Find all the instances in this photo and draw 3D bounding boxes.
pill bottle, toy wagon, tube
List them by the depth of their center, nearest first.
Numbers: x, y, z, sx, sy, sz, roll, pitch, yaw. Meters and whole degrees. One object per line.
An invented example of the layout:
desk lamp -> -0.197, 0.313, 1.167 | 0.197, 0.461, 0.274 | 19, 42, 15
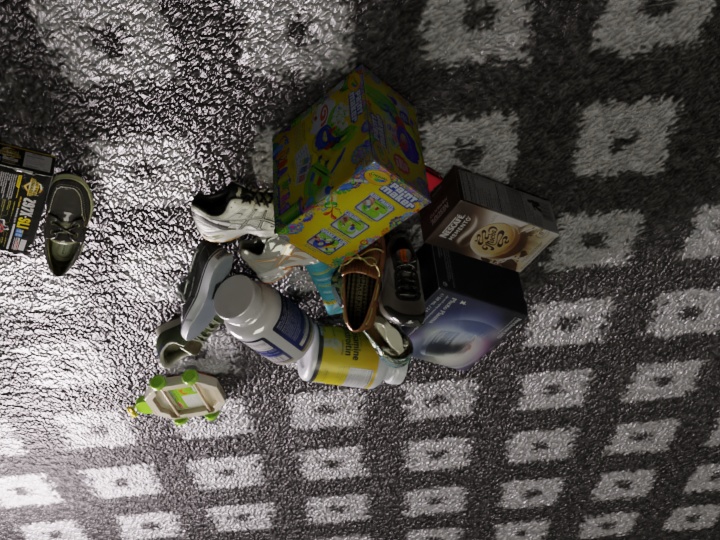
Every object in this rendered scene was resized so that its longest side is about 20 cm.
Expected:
pill bottle -> -0.172, 0.084, 1.619 | 0.111, 0.111, 0.200 | -20, 148, 17
tube -> -0.051, 0.020, 1.636 | 0.077, 0.051, 0.200 | -10, 145, 14
pill bottle -> -0.014, 0.168, 1.761 | 0.199, 0.112, 0.112 | 9, 138, -18
toy wagon -> -0.384, 0.264, 1.886 | 0.199, 0.040, 0.155 | -9, 140, 5

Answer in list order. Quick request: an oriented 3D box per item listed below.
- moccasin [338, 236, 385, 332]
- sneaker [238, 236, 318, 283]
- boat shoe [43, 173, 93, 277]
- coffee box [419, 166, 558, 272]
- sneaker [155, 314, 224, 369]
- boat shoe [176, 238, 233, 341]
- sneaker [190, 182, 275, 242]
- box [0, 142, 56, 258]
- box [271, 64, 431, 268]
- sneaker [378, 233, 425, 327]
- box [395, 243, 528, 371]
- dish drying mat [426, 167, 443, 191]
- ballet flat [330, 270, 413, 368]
moccasin -> -0.002, 0.000, 1.491 | 0.073, 0.202, 0.078 | 10, -176, 7
sneaker -> -0.117, -0.051, 1.519 | 0.200, 0.076, 0.092 | -29, 131, 23
boat shoe -> -0.468, -0.066, 1.457 | 0.072, 0.066, 0.201 | 8, 138, -16
coffee box -> 0.211, -0.081, 1.515 | 0.199, 0.080, 0.113 | 16, 136, -24
sneaker -> -0.298, 0.116, 1.679 | 0.200, 0.090, 0.067 | -28, 135, 24
boat shoe -> -0.283, 0.033, 1.583 | 0.068, 0.074, 0.200 | 37, 129, 18
sneaker -> -0.173, -0.100, 1.447 | 0.199, 0.076, 0.088 | -13, 140, 7
box -> -0.570, -0.112, 1.404 | 0.159, 0.049, 0.200 | 11, 137, -23
box -> -0.019, -0.147, 1.312 | 0.192, 0.200, 0.122 | -34, 133, 30
sneaker -> 0.068, 0.016, 1.526 | 0.074, 0.200, 0.080 | 3, 131, -12
box -> 0.161, 0.067, 1.656 | 0.198, 0.124, 0.200 | 16, 136, -26
dish drying mat -> 0.042, -0.108, 1.511 | 0.077, 0.018, 0.200 | 25, 131, -31
ballet flat -> 0.026, 0.079, 1.567 | 0.074, 0.074, 0.200 | -36, 95, 32
